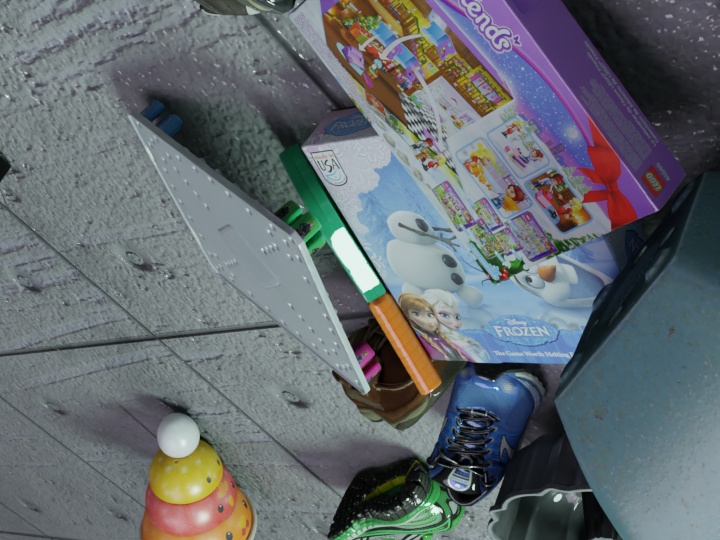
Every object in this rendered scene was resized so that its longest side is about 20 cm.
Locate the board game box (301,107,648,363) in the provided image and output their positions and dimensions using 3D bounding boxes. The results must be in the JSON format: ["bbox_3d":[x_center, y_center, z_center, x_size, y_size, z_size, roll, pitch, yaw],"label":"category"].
[{"bbox_3d":[0.086,-0.023,0.844,0.198,0.044,0.200,-3,129,44],"label":"board game box"}]

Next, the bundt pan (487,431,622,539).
[{"bbox_3d":[0.207,0.193,1.067,0.199,0.077,0.203,12,147,8],"label":"bundt pan"}]

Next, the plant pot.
[{"bbox_3d":[0.221,0.063,0.699,0.199,0.197,0.197,35,125,3],"label":"plant pot"}]

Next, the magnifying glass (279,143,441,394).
[{"bbox_3d":[0.000,0.000,0.922,0.201,0.022,0.080,57,-176,-12],"label":"magnifying glass"}]

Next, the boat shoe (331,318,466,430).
[{"bbox_3d":[0.020,0.079,1.052,0.074,0.076,0.200,43,161,-7],"label":"boat shoe"}]

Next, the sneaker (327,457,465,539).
[{"bbox_3d":[0.032,0.259,1.353,0.085,0.079,0.199,36,151,-17],"label":"sneaker"}]

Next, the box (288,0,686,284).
[{"bbox_3d":[0.065,-0.097,0.710,0.201,0.039,0.136,52,143,-9],"label":"box"}]

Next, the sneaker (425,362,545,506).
[{"bbox_3d":[0.102,0.139,1.080,0.078,0.090,0.201,19,148,15],"label":"sneaker"}]

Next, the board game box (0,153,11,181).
[{"bbox_3d":[-0.380,-0.115,1.073,0.023,0.105,0.201,8,145,38],"label":"board game box"}]

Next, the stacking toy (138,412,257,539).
[{"bbox_3d":[-0.203,0.248,1.520,0.144,0.147,0.202,15,134,23],"label":"stacking toy"}]

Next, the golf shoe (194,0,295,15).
[{"bbox_3d":[-0.120,-0.209,0.715,0.094,0.078,0.200,-9,134,49],"label":"golf shoe"}]

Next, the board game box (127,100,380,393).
[{"bbox_3d":[-0.075,-0.018,0.975,0.199,0.026,0.201,36,160,35],"label":"board game box"}]
